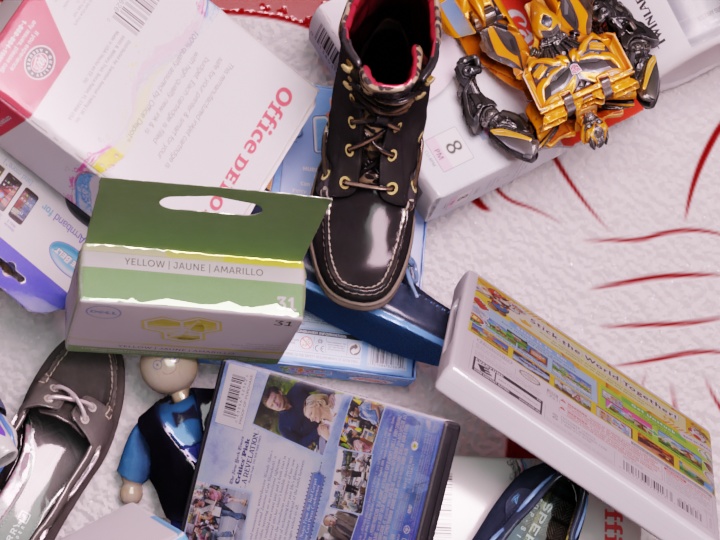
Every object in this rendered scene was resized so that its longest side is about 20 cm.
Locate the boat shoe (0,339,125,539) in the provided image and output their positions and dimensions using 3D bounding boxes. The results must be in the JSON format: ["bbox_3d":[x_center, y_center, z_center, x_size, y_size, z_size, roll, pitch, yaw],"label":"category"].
[{"bbox_3d":[-0.208,0.128,1.562,0.067,0.057,0.201,26,75,-3],"label":"boat shoe"}]

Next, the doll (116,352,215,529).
[{"bbox_3d":[-0.095,0.137,1.576,0.136,0.048,0.201,-23,84,6],"label":"doll"}]

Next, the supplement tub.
[{"bbox_3d":[0.204,-0.238,1.681,0.122,0.123,0.201,-25,83,-14],"label":"supplement tub"}]

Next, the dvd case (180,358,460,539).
[{"bbox_3d":[-0.032,0.144,1.479,0.017,0.199,0.144,15,89,-48],"label":"dvd case"}]

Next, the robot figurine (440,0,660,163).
[{"bbox_3d":[0.117,-0.170,1.606,0.144,0.058,0.201,-25,68,-9],"label":"robot figurine"}]

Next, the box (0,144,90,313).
[{"bbox_3d":[-0.196,-0.070,1.586,0.119,0.041,0.201,42,67,-24],"label":"box"}]

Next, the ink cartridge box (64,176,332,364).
[{"bbox_3d":[-0.104,0.005,1.475,0.144,0.200,0.048,5,71,-11],"label":"ink cartridge box"}]

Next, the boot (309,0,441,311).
[{"bbox_3d":[0.011,-0.090,1.505,0.073,0.151,0.201,11,67,1],"label":"boot"}]

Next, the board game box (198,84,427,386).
[{"bbox_3d":[-0.030,-0.028,1.639,0.150,0.037,0.201,7,77,-9],"label":"board game box"}]

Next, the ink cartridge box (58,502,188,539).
[{"bbox_3d":[-0.147,0.273,1.469,0.145,0.147,0.201,-26,99,-16],"label":"ink cartridge box"}]

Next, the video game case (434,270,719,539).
[{"bbox_3d":[0.138,0.089,1.491,0.199,0.182,0.023,34,109,-5],"label":"video game case"}]

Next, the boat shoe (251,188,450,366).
[{"bbox_3d":[0.000,0.000,1.578,0.199,0.084,0.069,28,71,-6],"label":"boat shoe"}]

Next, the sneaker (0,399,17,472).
[{"bbox_3d":[-0.260,0.060,1.501,0.146,0.080,0.201,26,112,29],"label":"sneaker"}]

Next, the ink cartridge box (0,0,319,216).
[{"bbox_3d":[-0.150,-0.114,1.541,0.200,0.085,0.148,40,66,-19],"label":"ink cartridge box"}]

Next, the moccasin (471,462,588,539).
[{"bbox_3d":[0.079,0.201,1.438,0.080,0.068,0.201,23,75,-5],"label":"moccasin"}]

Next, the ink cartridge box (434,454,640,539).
[{"bbox_3d":[0.072,0.203,1.548,0.199,0.145,0.148,4,77,-9],"label":"ink cartridge box"}]

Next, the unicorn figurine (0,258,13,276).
[{"bbox_3d":[-0.285,-0.081,1.596,0.137,0.074,0.200,-40,102,-19],"label":"unicorn figurine"}]

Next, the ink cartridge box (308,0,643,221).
[{"bbox_3d":[0.086,-0.146,1.654,0.199,0.057,0.163,-28,76,-20],"label":"ink cartridge box"}]
